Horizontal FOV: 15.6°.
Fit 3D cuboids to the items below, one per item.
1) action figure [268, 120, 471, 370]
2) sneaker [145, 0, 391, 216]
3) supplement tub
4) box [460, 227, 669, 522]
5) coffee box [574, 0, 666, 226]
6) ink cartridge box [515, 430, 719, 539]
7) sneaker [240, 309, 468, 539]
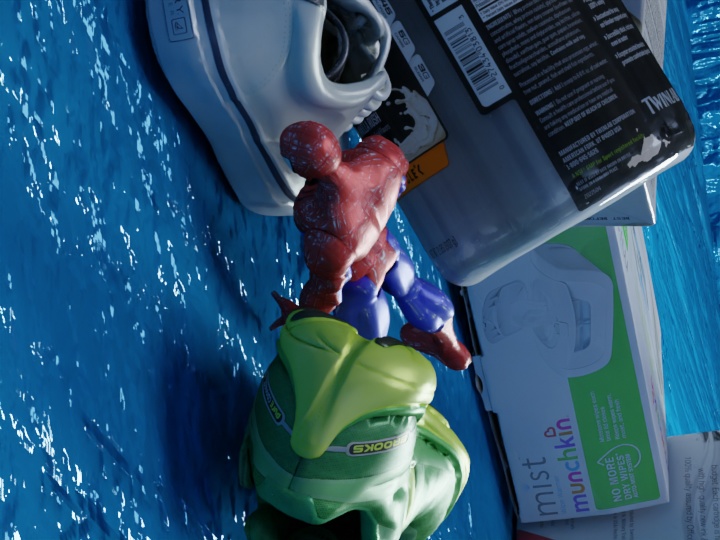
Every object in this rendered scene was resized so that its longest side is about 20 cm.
[{"bbox_3d":[0.000,0.000,1.011,0.066,0.052,0.200,-57,157,-19],"label":"action figure"},{"bbox_3d":[-0.021,-0.069,0.982,0.200,0.070,0.073,47,37,-73],"label":"sneaker"},{"bbox_3d":[0.039,-0.106,1.078,0.201,0.122,0.123,60,12,3],"label":"supplement tub"},{"bbox_3d":[0.117,0.013,1.533,0.177,0.096,0.201,-83,162,-59],"label":"box"},{"bbox_3d":[0.082,-0.126,1.214,0.080,0.112,0.201,63,30,-62],"label":"coffee box"},{"bbox_3d":[0.195,0.170,1.532,0.147,0.199,0.083,-82,161,-52],"label":"ink cartridge box"},{"bbox_3d":[-0.011,0.073,0.946,0.084,0.074,0.200,-63,166,-11],"label":"sneaker"}]
